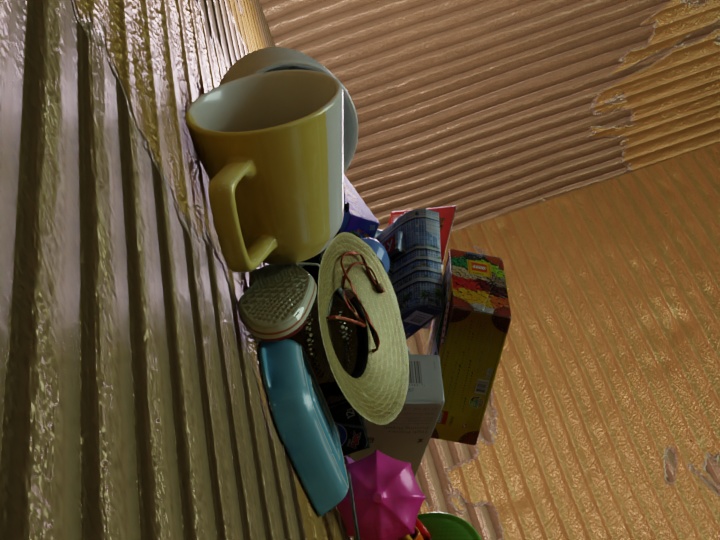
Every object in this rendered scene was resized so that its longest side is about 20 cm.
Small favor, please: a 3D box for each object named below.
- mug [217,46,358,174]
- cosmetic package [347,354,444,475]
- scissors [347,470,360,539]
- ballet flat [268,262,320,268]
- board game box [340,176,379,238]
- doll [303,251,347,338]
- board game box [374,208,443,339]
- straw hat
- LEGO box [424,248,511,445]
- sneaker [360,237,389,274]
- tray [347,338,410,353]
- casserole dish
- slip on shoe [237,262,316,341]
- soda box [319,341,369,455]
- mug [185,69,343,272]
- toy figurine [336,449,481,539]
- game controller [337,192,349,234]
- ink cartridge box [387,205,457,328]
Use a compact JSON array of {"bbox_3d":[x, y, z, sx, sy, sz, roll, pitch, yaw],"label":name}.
[{"bbox_3d":[-0.082,-0.148,1.134,0.202,0.146,0.176,66,-5,-24],"label":"mug"},{"bbox_3d":[0.036,0.185,1.270,0.201,0.100,0.075,101,-11,-50],"label":"cosmetic package"},{"bbox_3d":[0.002,0.309,1.033,0.073,0.014,0.203,55,25,-69],"label":"scissors"},{"bbox_3d":[-0.081,-0.011,1.140,0.072,0.071,0.203,-83,155,-86],"label":"ballet flat"},{"bbox_3d":[-0.043,-0.050,1.459,0.136,0.044,0.200,-68,-156,18],"label":"board game box"},{"bbox_3d":[-0.062,-0.002,1.211,0.202,0.048,0.137,61,-26,24],"label":"doll"},{"bbox_3d":[0.032,0.003,1.398,0.200,0.061,0.203,-42,-139,47],"label":"board game box"},{"bbox_3d":[-0.028,0.069,1.076,0.201,0.084,0.204,40,42,-49],"label":"straw hat"},{"bbox_3d":[0.134,0.100,1.338,0.150,0.076,0.203,-85,-175,-62],"label":"LEGO box"},{"bbox_3d":[0.000,0.000,1.266,0.201,0.069,0.079,113,-3,-61],"label":"sneaker"},{"bbox_3d":[0.000,0.101,1.310,0.107,0.022,0.200,40,-28,5],"label":"tray"},{"bbox_3d":[-0.051,0.149,0.996,0.122,0.038,0.202,-105,178,-49],"label":"casserole dish"},{"bbox_3d":[-0.073,0.036,0.950,0.200,0.073,0.062,-124,-162,-79],"label":"slip on shoe"},{"bbox_3d":[-0.038,0.130,1.180,0.201,0.062,0.072,-103,176,-63],"label":"soda box"},{"bbox_3d":[-0.093,-0.085,0.970,0.148,0.185,0.155,25,-46,43],"label":"mug"},{"bbox_3d":[0.028,0.265,1.125,0.200,0.149,0.185,38,-20,52],"label":"toy figurine"},{"bbox_3d":[-0.048,-0.018,1.314,0.105,0.041,0.203,-78,-179,-67],"label":"game controller"},{"bbox_3d":[0.055,-0.010,1.476,0.199,0.043,0.177,0,-104,63],"label":"ink cartridge box"}]
